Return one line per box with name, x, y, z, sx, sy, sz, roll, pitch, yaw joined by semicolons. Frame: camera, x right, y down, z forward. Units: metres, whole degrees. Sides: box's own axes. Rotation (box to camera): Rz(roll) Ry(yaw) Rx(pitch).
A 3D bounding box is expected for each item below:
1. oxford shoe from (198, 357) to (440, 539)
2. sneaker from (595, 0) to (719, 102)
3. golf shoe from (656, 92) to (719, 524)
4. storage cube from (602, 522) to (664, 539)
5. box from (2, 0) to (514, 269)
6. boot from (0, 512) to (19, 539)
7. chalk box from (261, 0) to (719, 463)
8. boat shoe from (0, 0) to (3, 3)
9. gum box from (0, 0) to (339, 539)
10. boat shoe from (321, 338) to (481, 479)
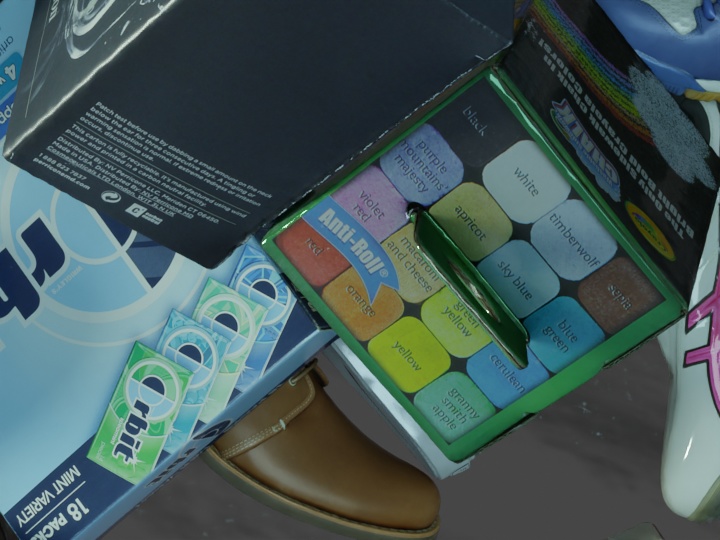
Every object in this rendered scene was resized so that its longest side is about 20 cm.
oxford shoe;-0.041;0.056;0.962;0.199;0.071;0.071;32;107;-5
sneaker;0.197;-0.122;0.925;0.199;0.088;0.076;4;54;-3
golf shoe;0.156;0.012;0.968;0.092;0.073;0.201;13;88;3
storage cube;0.095;0.235;0.935;0.170;0.200;0.181;-22;92;2
box;-0.035;-0.138;0.827;0.104;0.201;0.182;30;135;-29
boot;-0.185;0.186;0.916;0.064;0.200;0.188;5;98;-2
chalk box;0.054;-0.018;0.856;0.124;0.200;0.125;-36;100;26
boat shoe;-0.178;-0.129;0.938;0.072;0.068;0.200;44;95;-6
gum box;-0.128;-0.003;0.923;0.170;0.045;0.200;-40;79;17
boat shoe;0.000;0.000;0.968;0.071;0.072;0.200;-41;103;-10
